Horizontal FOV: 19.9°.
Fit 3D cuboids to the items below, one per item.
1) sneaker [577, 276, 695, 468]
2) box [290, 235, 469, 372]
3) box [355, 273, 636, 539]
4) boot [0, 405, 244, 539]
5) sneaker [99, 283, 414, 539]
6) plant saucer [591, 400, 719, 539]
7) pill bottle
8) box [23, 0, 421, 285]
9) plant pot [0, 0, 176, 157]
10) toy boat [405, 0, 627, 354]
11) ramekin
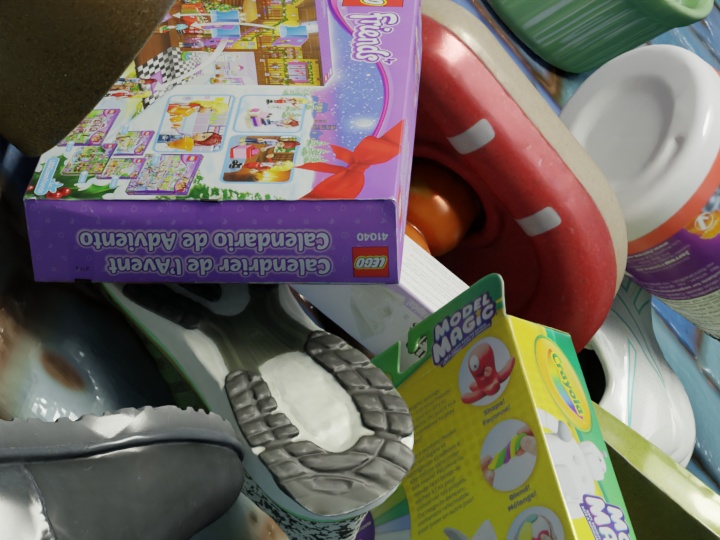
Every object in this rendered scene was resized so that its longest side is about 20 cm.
[{"bbox_3d":[0.120,0.019,1.109,0.080,0.070,0.201,18,47,-48],"label":"sneaker"},{"bbox_3d":[0.000,0.000,0.905,0.200,0.039,0.041,39,31,-5],"label":"box"},{"bbox_3d":[0.051,0.110,0.840,0.048,0.117,0.200,16,48,-44],"label":"box"},{"bbox_3d":[-0.070,0.147,0.654,0.165,0.066,0.200,1,58,-50],"label":"boot"},{"bbox_3d":[-0.055,0.039,0.810,0.077,0.089,0.200,-18,54,-25],"label":"sneaker"},{"bbox_3d":[0.159,0.125,0.967,0.200,0.031,0.200,38,5,-4],"label":"plant saucer"},{"bbox_3d":[0.197,-0.025,1.084,0.200,0.111,0.112,32,36,-36],"label":"pill bottle"},{"bbox_3d":[-0.047,-0.061,0.824,0.200,0.137,0.039,-82,171,-59],"label":"box"},{"bbox_3d":[-0.157,-0.172,0.751,0.200,0.186,0.187,32,34,-18],"label":"plant pot"},{"bbox_3d":[0.031,-0.024,0.977,0.200,0.130,0.131,49,58,-17],"label":"toy boat"},{"bbox_3d":[0.139,-0.229,1.366,0.200,0.098,0.200,40,32,-32],"label":"ramekin"}]
